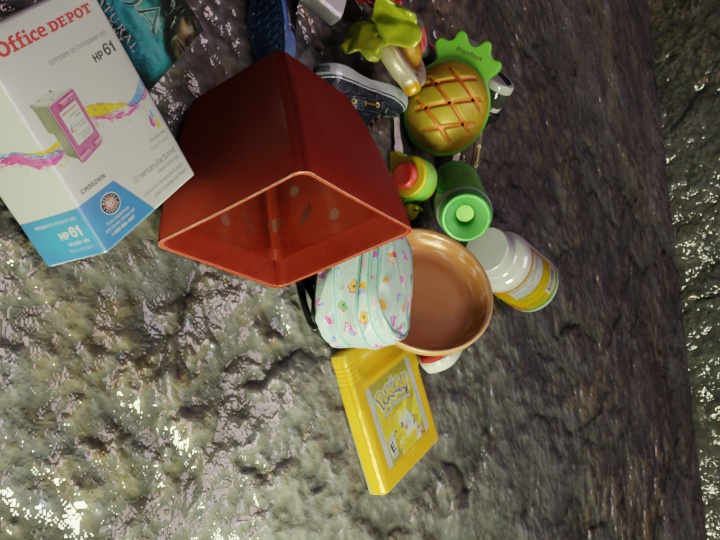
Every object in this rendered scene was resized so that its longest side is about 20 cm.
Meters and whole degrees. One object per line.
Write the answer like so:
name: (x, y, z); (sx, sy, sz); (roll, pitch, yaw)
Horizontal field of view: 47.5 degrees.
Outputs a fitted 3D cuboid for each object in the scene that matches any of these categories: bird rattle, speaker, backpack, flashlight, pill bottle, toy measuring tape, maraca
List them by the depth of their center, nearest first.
backpack: (0.000, 0.000, 1.046); (0.167, 0.126, 0.201); (25, 65, -55)
bird rattle: (0.040, -0.336, 1.188); (0.163, 0.112, 0.200); (54, 16, -25)
toy measuring tape: (0.083, -0.177, 1.266); (0.073, 0.073, 0.201); (18, 68, -54)
speaker: (0.155, -0.113, 1.283); (0.200, 0.088, 0.089); (-89, 157, -69)
maraca: (0.147, -0.283, 1.316); (0.107, 0.136, 0.201); (-107, -141, -86)
flashlight: (0.105, -0.371, 1.359); (0.200, 0.068, 0.068); (12, 112, -59)
pill bottle: (0.269, -0.004, 1.469); (0.200, 0.111, 0.112); (29, 58, -50)

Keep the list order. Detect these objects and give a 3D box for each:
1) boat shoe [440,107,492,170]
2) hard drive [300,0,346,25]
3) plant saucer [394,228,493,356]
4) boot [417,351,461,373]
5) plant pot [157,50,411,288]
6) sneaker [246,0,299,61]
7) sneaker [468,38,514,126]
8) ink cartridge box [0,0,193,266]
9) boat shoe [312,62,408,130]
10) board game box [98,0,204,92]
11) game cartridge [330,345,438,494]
boat shoe: (0.189, -0.266, 1.400); (0.059, 0.072, 0.201); (10, 93, -19)
hard drive: (-0.092, -0.407, 0.994); (0.200, 0.027, 0.133); (32, 53, -30)
plant saucer: (0.089, 0.033, 1.164); (0.199, 0.038, 0.201); (7, 58, -12)
boot: (0.100, 0.047, 1.225); (0.145, 0.072, 0.200); (61, 23, -26)
plant pot: (-0.087, -0.114, 0.896); (0.200, 0.199, 0.177); (24, 51, -52)
sneaker: (-0.100, -0.346, 1.028); (0.078, 0.070, 0.201); (-5, 86, -50)
sneaker: (0.200, -0.338, 1.493); (0.073, 0.112, 0.201); (10, 37, -25)
ink cartridge box: (-0.259, -0.129, 0.720); (0.201, 0.084, 0.145); (62, 37, -24)
boat shoe: (-0.002, -0.222, 1.159); (0.200, 0.071, 0.092); (6, 86, -54)
board game box: (-0.250, -0.293, 0.825); (0.200, 0.028, 0.136); (57, 41, -32)
game cartridge: (0.040, 0.181, 1.147); (0.176, 0.032, 0.201); (-30, 108, -55)
